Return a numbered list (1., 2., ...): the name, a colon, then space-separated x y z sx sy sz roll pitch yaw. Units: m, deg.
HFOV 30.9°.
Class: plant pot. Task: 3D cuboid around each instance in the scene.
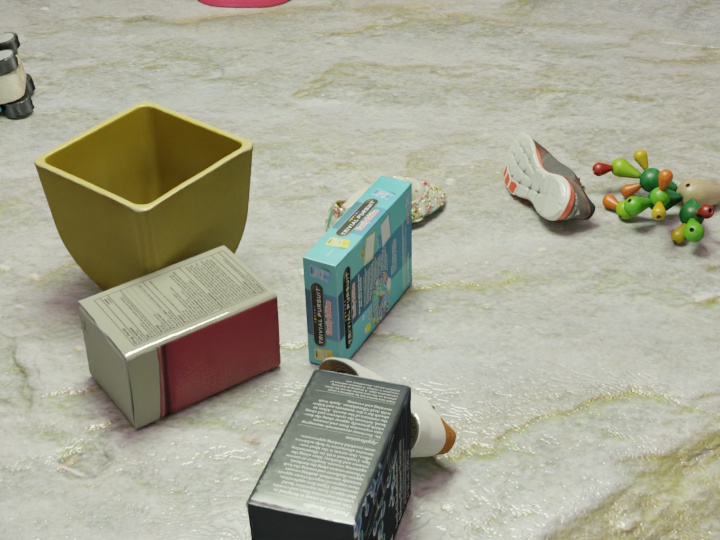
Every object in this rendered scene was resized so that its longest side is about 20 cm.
1. plant pot: -0.259 -0.063 1.628 0.193 0.201 0.195 23 43 31

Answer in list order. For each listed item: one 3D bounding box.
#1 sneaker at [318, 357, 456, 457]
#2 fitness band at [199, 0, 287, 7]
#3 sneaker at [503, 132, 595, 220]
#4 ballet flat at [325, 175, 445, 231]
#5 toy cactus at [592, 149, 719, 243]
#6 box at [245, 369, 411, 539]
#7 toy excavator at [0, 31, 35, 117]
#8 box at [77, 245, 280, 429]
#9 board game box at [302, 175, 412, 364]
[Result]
1. sneaker: 0.026 0.158 1.443 0.084 0.073 0.200 15 11 -42
2. fitness band: -0.217 -0.537 2.445 0.198 0.038 0.144 1 38 4
3. sneaker: 0.266 -0.122 1.832 0.081 0.077 0.201 14 29 -27
4. ballet flat: 0.038 -0.092 1.780 0.199 0.064 0.075 -24 40 -30
5. toy cactus: 0.427 -0.109 1.784 0.164 0.103 0.200 -8 26 -27
6. box: -0.024 0.220 1.265 0.106 0.149 0.200 9 37 15
7. toy excavator: -0.634 -0.313 2.096 0.198 0.101 0.195 -14 35 -3
8. box: -0.208 0.074 1.511 0.199 0.110 0.128 -23 41 -27
9. board game box: 0.000 0.000 1.574 0.047 0.152 0.200 15 38 23
